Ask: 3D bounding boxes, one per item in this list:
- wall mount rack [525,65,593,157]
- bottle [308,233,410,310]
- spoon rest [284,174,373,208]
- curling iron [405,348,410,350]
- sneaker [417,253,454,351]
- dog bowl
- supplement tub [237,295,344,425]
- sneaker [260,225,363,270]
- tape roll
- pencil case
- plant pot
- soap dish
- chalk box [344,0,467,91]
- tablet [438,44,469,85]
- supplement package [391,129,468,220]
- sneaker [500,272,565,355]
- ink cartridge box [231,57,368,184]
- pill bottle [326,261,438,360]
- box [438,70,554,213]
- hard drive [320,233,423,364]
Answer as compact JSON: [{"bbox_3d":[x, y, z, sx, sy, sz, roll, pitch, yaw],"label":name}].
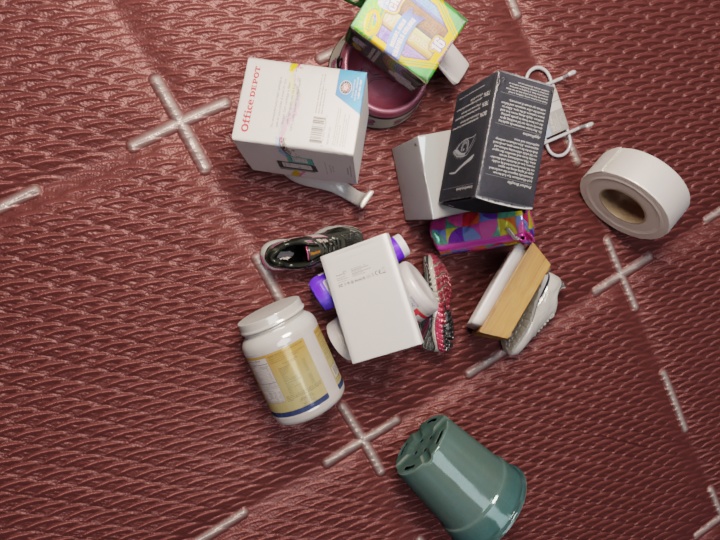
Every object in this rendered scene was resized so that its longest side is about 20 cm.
[{"bbox_3d":[0.385,-0.326,1.092,0.173,0.075,0.200,-25,99,-11],"label":"wall mount rack"},{"bbox_3d":[0.000,0.000,1.008,0.200,0.084,0.065,-31,74,-6],"label":"bottle"},{"bbox_3d":[-0.068,-0.186,1.005,0.200,0.061,0.099,36,84,-1],"label":"spoon rest"},{"bbox_3d":[0.075,0.065,1.070,0.049,0.026,0.200,-15,98,-6],"label":"curling iron"},{"bbox_3d":[0.140,0.064,1.063,0.075,0.081,0.201,-4,83,30],"label":"sneaker"},{"bbox_3d":[0.041,-0.377,1.002,0.200,0.074,0.201,-1,95,-14],"label":"dog bowl"},{"bbox_3d":[-0.128,0.162,0.964,0.144,0.144,0.200,-25,99,-11],"label":"supplement tub"},{"bbox_3d":[-0.085,-0.034,0.990,0.200,0.086,0.081,-16,100,-13],"label":"sneaker"},{"bbox_3d":[0.561,-0.157,1.085,0.202,0.202,0.071,44,84,-13],"label":"tape roll"},{"bbox_3d":[0.236,-0.079,1.016,0.200,0.088,0.089,-8,98,31],"label":"pencil case"},{"bbox_3d":[0.189,0.408,1.048,0.196,0.200,0.200,45,83,-5],"label":"plant pot"},{"bbox_3d":[0.296,0.050,1.054,0.081,0.157,0.200,31,86,11],"label":"soap dish"},{"bbox_3d":[0.054,-0.420,0.890,0.200,0.124,0.124,34,97,-13],"label":"chalk box"},{"bbox_3d":[0.133,-0.454,1.009,0.200,0.014,0.130,45,41,-13],"label":"tablet"},{"bbox_3d":[0.188,-0.190,1.013,0.200,0.151,0.152,-13,98,-13],"label":"supplement package"},{"bbox_3d":[0.374,0.097,1.126,0.080,0.076,0.200,28,88,-24],"label":"sneaker"},{"bbox_3d":[-0.095,-0.251,0.902,0.199,0.146,0.147,9,81,4],"label":"ink cartridge box"},{"bbox_3d":[0.038,0.081,0.995,0.200,0.112,0.112,-36,103,14],"label":"pill bottle"},{"bbox_3d":[0.218,-0.201,0.867,0.104,0.148,0.201,9,92,-15],"label":"box"},{"bbox_3d":[0.019,0.050,0.929,0.132,0.027,0.200,-19,84,16],"label":"hard drive"}]
